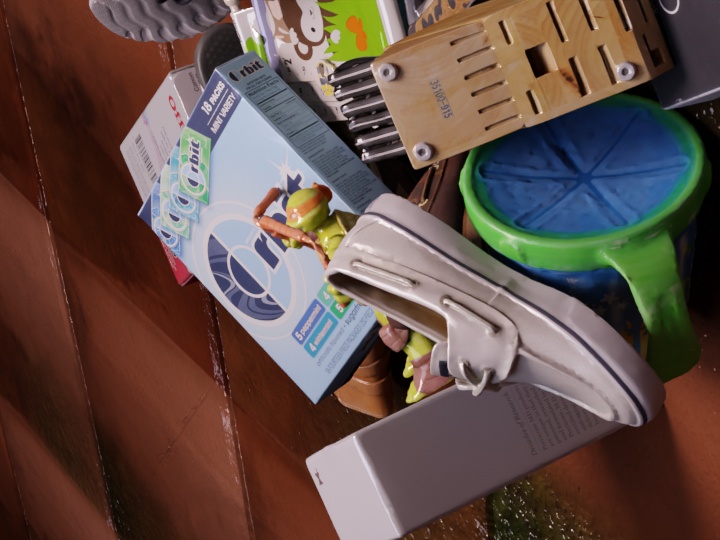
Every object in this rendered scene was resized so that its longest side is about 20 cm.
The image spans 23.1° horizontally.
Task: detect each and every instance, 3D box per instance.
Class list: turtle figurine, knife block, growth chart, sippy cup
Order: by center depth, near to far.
[{"bbox_3d":[0.075,-0.119,0.999,0.064,0.200,0.176,66,-163,-11],"label":"knife block"},{"bbox_3d":[0.133,-0.011,1.006,0.139,0.178,0.130,2,133,19],"label":"sippy cup"},{"bbox_3d":[0.000,0.000,1.130,0.161,0.064,0.200,50,177,-16],"label":"turtle figurine"},{"bbox_3d":[-0.028,-0.160,1.202,0.200,0.018,0.145,-8,107,56],"label":"growth chart"}]

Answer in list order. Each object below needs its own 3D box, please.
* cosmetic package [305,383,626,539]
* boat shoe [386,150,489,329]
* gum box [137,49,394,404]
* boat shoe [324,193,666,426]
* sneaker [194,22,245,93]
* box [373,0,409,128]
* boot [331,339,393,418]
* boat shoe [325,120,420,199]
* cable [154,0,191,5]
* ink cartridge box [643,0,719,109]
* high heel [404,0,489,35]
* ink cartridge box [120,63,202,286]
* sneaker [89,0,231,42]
[{"bbox_3d":[0.077,0.103,1.115,0.071,0.200,0.101,65,157,6],"label":"cosmetic package"},{"bbox_3d":[0.055,-0.031,1.089,0.200,0.070,0.070,-72,-35,-59],"label":"boat shoe"},{"bbox_3d":[-0.054,-0.028,1.259,0.200,0.045,0.170,47,136,11],"label":"gum box"},{"bbox_3d":[0.066,0.035,0.947,0.200,0.070,0.071,34,160,19],"label":"boat shoe"},{"bbox_3d":[-0.073,-0.107,1.357,0.201,0.067,0.108,48,168,-24],"label":"sneaker"},{"bbox_3d":[-0.006,-0.165,1.257,0.200,0.049,0.082,38,142,50],"label":"box"},{"bbox_3d":[0.005,0.050,1.388,0.200,0.074,0.155,-134,31,-64],"label":"boot"},{"bbox_3d":[0.021,-0.041,1.279,0.201,0.066,0.072,58,135,16],"label":"boat shoe"},{"bbox_3d":[-0.076,-0.253,1.174,0.051,0.200,0.163,40,-145,-37],"label":"cable"},{"bbox_3d":[0.179,-0.192,0.854,0.200,0.043,0.198,-19,92,65],"label":"ink cartridge box"},{"bbox_3d":[0.092,-0.157,1.060,0.200,0.071,0.143,25,146,51],"label":"high heel"},{"bbox_3d":[-0.127,-0.087,1.535,0.146,0.083,0.200,67,156,6],"label":"ink cartridge box"},{"bbox_3d":[-0.109,-0.236,1.289,0.075,0.200,0.082,50,-159,-41],"label":"sneaker"}]
